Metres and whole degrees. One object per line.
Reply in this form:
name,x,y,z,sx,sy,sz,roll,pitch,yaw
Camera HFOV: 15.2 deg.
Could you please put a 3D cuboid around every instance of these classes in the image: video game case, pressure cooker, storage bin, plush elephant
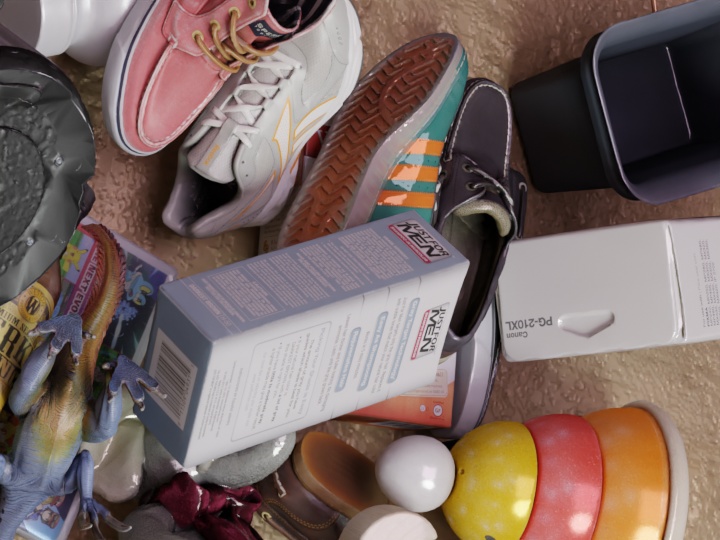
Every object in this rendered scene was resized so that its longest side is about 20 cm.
video game case,-0.224,0.046,1.679,0.182,0.023,0.201,32,68,-26
pressure cooker,-0.272,-0.082,1.564,0.175,0.200,0.180,-10,124,-39
storage bin,0.206,-0.127,1.905,0.199,0.134,0.146,-18,95,-33
plush elephant,-0.095,0.151,1.666,0.165,0.199,0.156,30,61,-57

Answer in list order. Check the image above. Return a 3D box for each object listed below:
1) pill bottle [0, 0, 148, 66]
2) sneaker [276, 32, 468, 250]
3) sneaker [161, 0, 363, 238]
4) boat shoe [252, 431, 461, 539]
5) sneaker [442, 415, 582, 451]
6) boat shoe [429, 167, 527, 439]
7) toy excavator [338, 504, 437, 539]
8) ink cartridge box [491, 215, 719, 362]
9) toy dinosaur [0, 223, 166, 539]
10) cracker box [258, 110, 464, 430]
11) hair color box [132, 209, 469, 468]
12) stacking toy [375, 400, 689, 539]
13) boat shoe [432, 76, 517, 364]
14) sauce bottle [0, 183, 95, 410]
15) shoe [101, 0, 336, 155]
pill bottle,-0.136,-0.192,1.706,0.199,0.112,0.113,-16,94,-33
sneaker,0.019,-0.060,1.753,0.080,0.071,0.201,50,62,-40
sneaker,-0.065,-0.096,1.694,0.076,0.201,0.092,34,34,17
boat shoe,0.018,0.182,1.785,0.200,0.070,0.071,38,34,-12
sneaker,0.116,0.153,1.856,0.199,0.074,0.087,-9,91,-33
boat shoe,0.083,0.018,1.853,0.056,0.068,0.201,12,77,-31
toy excavator,0.083,0.247,1.717,0.199,0.100,0.196,0,93,-22
ink cartridge box,0.204,0.010,1.849,0.200,0.144,0.085,-5,87,-54
toy dinosaur,-0.176,0.110,1.621,0.105,0.182,0.201,26,46,-5
cracker box,0.000,0.000,1.806,0.133,0.058,0.201,9,80,-32
hair color box,-0.035,0.040,1.640,0.199,0.061,0.099,-17,136,-37
stacking toy,0.100,0.144,1.755,0.199,0.146,0.147,11,79,-19
boat shoe,0.073,-0.035,1.784,0.072,0.065,0.201,25,70,-29
sauce bottle,-0.222,0.028,1.631,0.065,0.065,0.201,35,67,-25
shoe,-0.081,-0.149,1.630,0.071,0.091,0.201,21,101,-45
